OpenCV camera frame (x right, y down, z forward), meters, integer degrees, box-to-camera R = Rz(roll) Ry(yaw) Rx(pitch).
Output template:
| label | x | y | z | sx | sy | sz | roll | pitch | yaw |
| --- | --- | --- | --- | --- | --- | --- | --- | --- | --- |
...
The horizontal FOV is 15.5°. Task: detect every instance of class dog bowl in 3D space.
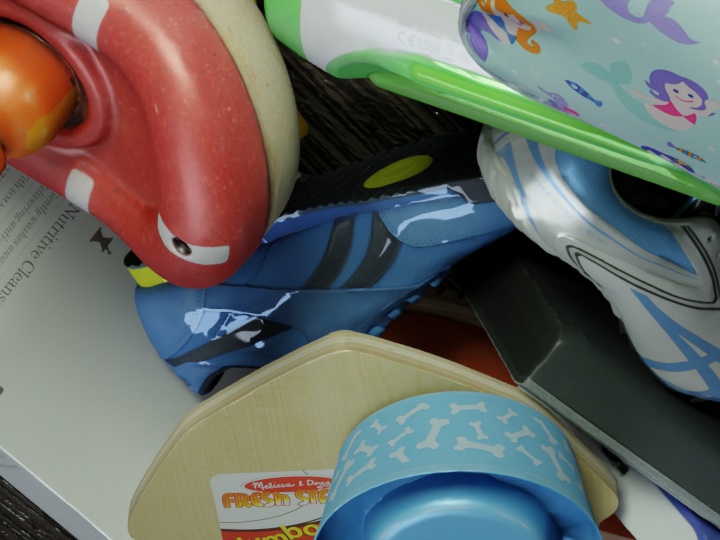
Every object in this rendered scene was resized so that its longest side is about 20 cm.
| label | x | y | z | sx | sy | sz | roll | pitch | yaw |
| --- | --- | --- | --- | --- | --- | --- | --- | --- | --- |
| dog bowl | 0.043 | 0.122 | 1.042 | 0.111 | 0.050 | 0.201 | -5 | 138 | 6 |

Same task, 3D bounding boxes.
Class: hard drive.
| label | x | y | z | sx | sy | sz | roll | pitch | yaw |
| --- | --- | --- | --- | --- | --- | --- | --- | --- | --- |
| hard drive | 0.131 | 0.062 | 1.093 | 0.200 | 0.033 | 0.140 | 36 | -169 | -21 |
| hard drive | 0.164 | 0.116 | 1.147 | 0.200 | 0.025 | 0.132 | 31 | -167 | -42 |

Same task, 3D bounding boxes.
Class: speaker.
| label | x | y | z | sx | sy | sz | roll | pitch | yaw |
| --- | --- | --- | --- | --- | --- | --- | --- | --- | --- |
| speaker | 0.072 | -0.079 | 0.863 | 0.199 | 0.089 | 0.089 | 20 | 158 | 15 |

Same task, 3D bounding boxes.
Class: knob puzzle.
| label | x | y | z | sx | sy | sz | roll | pitch | yaw |
| --- | --- | --- | --- | --- | --- | --- | --- | --- | --- |
| knob puzzle | 0.004 | 0.086 | 1.062 | 0.218 | 0.031 | 0.220 | 1 | 138 | 1 |

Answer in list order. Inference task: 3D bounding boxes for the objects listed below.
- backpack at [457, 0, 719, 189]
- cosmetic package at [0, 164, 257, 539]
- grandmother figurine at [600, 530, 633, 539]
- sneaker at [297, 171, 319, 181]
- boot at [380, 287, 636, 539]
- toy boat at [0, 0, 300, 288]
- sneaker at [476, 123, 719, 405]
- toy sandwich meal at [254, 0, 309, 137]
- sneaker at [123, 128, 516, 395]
| label | x | y | z | sx | sy | sz | roll | pitch | yaw |
| --- | --- | --- | --- | --- | --- | --- | --- | --- | --- |
| backpack | 0.118 | -0.109 | 0.675 | 0.177 | 0.151 | 0.200 | 26 | 154 | 5 |
| cosmetic package | -0.120 | 0.045 | 1.151 | 0.200 | 0.113 | 0.081 | 39 | 166 | -13 |
| grandmother figurine | 0.065 | 0.127 | 1.160 | 0.199 | 0.122 | 0.061 | 18 | -167 | -6 |
| sneaker | -0.074 | -0.029 | 1.160 | 0.115 | 0.075 | 0.199 | 43 | 154 | -30 |
| boot | 0.068 | 0.085 | 1.213 | 0.200 | 0.108 | 0.075 | 34 | 159 | -14 |
| toy boat | -0.122 | -0.058 | 0.914 | 0.199 | 0.131 | 0.131 | 30 | 148 | 13 |
| sneaker | 0.121 | -0.009 | 0.995 | 0.072 | 0.072 | 0.200 | -22 | 141 | 28 |
| toy sandwich meal | -0.098 | -0.100 | 1.043 | 0.204 | 0.070 | 0.206 | 29 | 152 | 17 |
| sneaker | 0.000 | 0.000 | 1.068 | 0.199 | 0.066 | 0.079 | -17 | 104 | 28 |
